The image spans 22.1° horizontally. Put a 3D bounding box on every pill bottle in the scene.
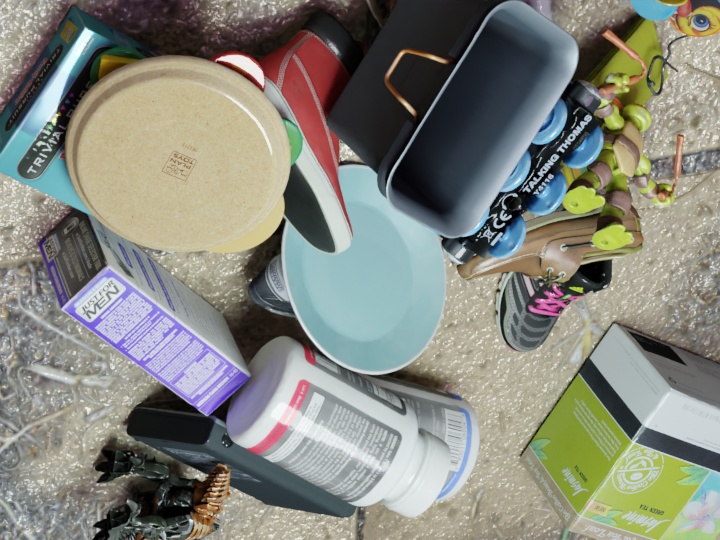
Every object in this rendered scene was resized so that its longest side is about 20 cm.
[{"bbox_3d":[0.011,0.161,1.863,0.199,0.114,0.114,17,113,-31],"label":"pill bottle"},{"bbox_3d":[-0.017,0.153,1.724,0.200,0.111,0.111,30,106,-21],"label":"pill bottle"}]

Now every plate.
[{"bbox_3d":[0.000,0.000,1.743,0.200,0.026,0.201,10,73,-37],"label":"plate"}]

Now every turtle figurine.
[{"bbox_3d":[0.236,-0.111,1.719,0.200,0.064,0.162,60,43,-38],"label":"turtle figurine"}]

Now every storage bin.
[{"bbox_3d":[0.061,-0.154,1.570,0.145,0.134,0.201,25,99,-45],"label":"storage bin"}]

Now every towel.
[{"bbox_3d":[0.228,-0.153,1.759,0.200,0.018,0.086,-48,138,-25],"label":"towel"}]

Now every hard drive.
[{"bbox_3d":[-0.115,0.191,1.816,0.200,0.139,0.033,32,70,-36],"label":"hard drive"}]

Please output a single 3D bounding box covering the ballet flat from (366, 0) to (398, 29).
[{"bbox_3d":[0.029,-0.279,1.613,0.067,0.068,0.201,0,122,9],"label":"ballet flat"}]

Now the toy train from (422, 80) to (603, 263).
[{"bbox_3d":[0.130,-0.101,1.646,0.087,0.114,0.200,28,107,-44],"label":"toy train"}]

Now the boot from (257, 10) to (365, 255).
[{"bbox_3d":[-0.025,-0.125,1.658,0.144,0.072,0.201,-45,128,-31],"label":"boot"}]

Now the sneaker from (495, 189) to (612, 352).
[{"bbox_3d":[0.203,0.008,1.864,0.073,0.088,0.200,13,115,-31],"label":"sneaker"}]

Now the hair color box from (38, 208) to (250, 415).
[{"bbox_3d":[-0.197,0.038,1.689,0.065,0.109,0.200,-41,128,8],"label":"hair color box"}]

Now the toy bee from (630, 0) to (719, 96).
[{"bbox_3d":[0.313,-0.267,1.718,0.200,0.108,0.131,56,45,-47],"label":"toy bee"}]

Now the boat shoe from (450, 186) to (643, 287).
[{"bbox_3d":[0.184,-0.020,1.750,0.199,0.072,0.068,-19,89,-18],"label":"boat shoe"}]

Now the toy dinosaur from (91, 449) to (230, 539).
[{"bbox_3d":[-0.190,0.229,1.820,0.135,0.102,0.200,19,122,-29],"label":"toy dinosaur"}]

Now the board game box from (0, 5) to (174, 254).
[{"bbox_3d":[-0.207,-0.119,1.620,0.200,0.047,0.151,26,108,-35],"label":"board game box"}]

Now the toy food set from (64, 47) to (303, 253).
[{"bbox_3d":[-0.151,-0.102,1.569,0.199,0.049,0.199,10,124,-7],"label":"toy food set"}]

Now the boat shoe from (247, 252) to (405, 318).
[{"bbox_3d":[-0.019,0.020,1.789,0.199,0.072,0.068,1,156,-41],"label":"boat shoe"}]

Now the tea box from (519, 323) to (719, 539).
[{"bbox_3d":[0.321,0.194,2.012,0.199,0.134,0.197,20,112,-33],"label":"tea box"}]

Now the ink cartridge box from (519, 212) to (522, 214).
[{"bbox_3d":[0.099,-0.134,1.729,0.136,0.076,0.200,-32,130,-2],"label":"ink cartridge box"}]
